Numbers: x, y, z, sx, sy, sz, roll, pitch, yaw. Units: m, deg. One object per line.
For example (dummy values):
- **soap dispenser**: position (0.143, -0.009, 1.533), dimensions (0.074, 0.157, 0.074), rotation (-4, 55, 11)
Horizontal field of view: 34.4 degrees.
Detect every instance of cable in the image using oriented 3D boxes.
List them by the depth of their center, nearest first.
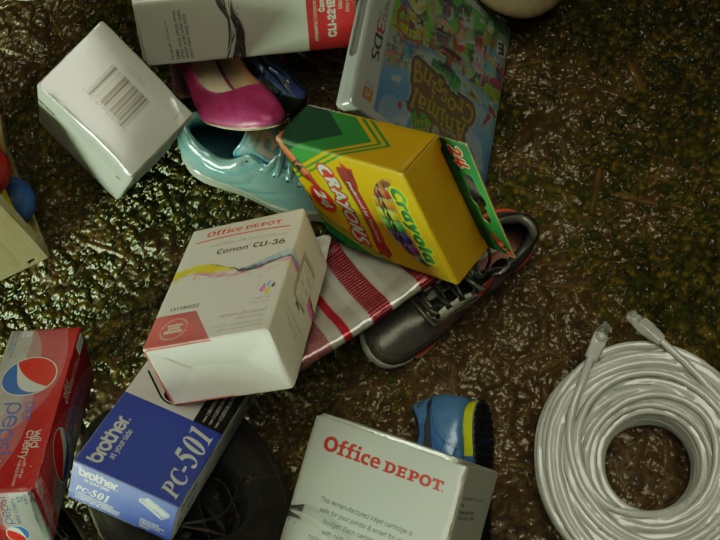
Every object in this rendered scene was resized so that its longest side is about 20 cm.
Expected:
- **cable**: position (0.245, 0.164, 0.994), dimensions (0.199, 0.069, 0.201), rotation (35, 78, 13)

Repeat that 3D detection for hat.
- **hat**: position (-0.154, 0.204, 0.995), dimensions (0.197, 0.082, 0.202), rotation (14, 37, -10)

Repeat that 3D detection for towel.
- **towel**: position (0.000, 0.000, 1.045), dimensions (0.198, 0.023, 0.144), rotation (-33, 33, -7)

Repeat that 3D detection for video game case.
- **video game case**: position (0.065, -0.190, 1.071), dimensions (0.022, 0.199, 0.185), rotation (-5, 66, 42)

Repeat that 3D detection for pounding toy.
- **pounding toy**: position (-0.372, -0.116, 1.069), dimensions (0.140, 0.185, 0.202), rotation (-24, 71, -5)

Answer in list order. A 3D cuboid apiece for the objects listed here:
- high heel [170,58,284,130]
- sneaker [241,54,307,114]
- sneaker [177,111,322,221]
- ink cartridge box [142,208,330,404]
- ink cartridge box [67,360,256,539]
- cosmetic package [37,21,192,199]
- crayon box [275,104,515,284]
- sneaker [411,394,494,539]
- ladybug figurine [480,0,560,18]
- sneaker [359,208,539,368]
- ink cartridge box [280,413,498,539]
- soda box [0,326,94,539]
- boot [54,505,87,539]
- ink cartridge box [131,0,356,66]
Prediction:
- **high heel**: position (-0.127, -0.194, 1.073), dimensions (0.066, 0.098, 0.200), rotation (-12, 28, -26)
- **sneaker**: position (-0.105, -0.242, 1.152), dimensions (0.078, 0.076, 0.202), rotation (-30, 74, -10)
- **sneaker**: position (-0.084, -0.101, 1.097), dimensions (0.196, 0.082, 0.075), rotation (12, 74, 8)
- **ink cartridge box**: position (-0.100, 0.016, 1.007), dimensions (0.114, 0.068, 0.202), rotation (-10, 35, 18)
- **ink cartridge box**: position (-0.157, 0.129, 0.981), dimensions (0.093, 0.045, 0.201), rotation (22, 35, 4)
- **cosmetic package**: position (-0.225, -0.137, 1.046), dimensions (0.113, 0.200, 0.081), rotation (45, 77, -8)
- **crayon box**: position (0.027, -0.063, 0.979), dimensions (0.198, 0.128, 0.051), rotation (20, 58, 46)
- **sneaker**: position (0.070, 0.209, 1.000), dimensions (0.077, 0.066, 0.204), rotation (-4, 73, 23)
- **ladybug figurine**: position (0.157, -0.339, 1.142), dimensions (0.133, 0.072, 0.203), rotation (14, 57, -13)
- **sneaker**: position (0.080, 0.008, 1.042), dimensions (0.199, 0.082, 0.077), rotation (-42, 90, -9)
- **ink cartridge box**: position (0.012, 0.234, 0.937), dimensions (0.144, 0.084, 0.204), rotation (15, 85, 29)
- **soda box**: position (-0.282, 0.137, 0.991), dimensions (0.069, 0.064, 0.201), rotation (-4, 36, 2)
- **boot**: position (-0.266, 0.255, 0.954), dimensions (0.073, 0.154, 0.205), rotation (-30, 73, -6)
- **ink cartridge box**: position (-0.107, -0.274, 1.057), dimensions (0.196, 0.084, 0.146), rotation (-7, 58, -2)
